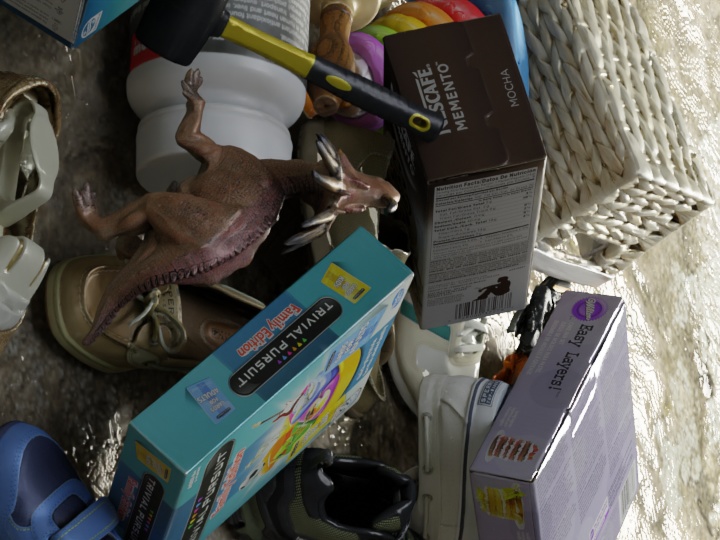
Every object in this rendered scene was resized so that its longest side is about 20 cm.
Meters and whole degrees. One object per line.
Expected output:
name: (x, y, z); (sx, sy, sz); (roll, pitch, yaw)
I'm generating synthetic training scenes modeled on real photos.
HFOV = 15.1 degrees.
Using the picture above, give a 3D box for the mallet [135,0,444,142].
mallet: (-0.033, -0.133, 1.613); (0.199, 0.041, 0.066); (17, 105, -22)

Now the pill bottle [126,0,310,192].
pill bottle: (-0.089, -0.149, 1.708); (0.114, 0.114, 0.201); (27, 59, -49)

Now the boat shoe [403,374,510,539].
boat shoe: (0.051, 0.156, 1.857); (0.075, 0.086, 0.202); (-59, 156, -51)

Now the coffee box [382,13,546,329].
coffee box: (0.064, -0.061, 1.762); (0.200, 0.080, 0.113); (90, -14, -61)

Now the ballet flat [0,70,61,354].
ballet flat: (-0.207, -0.026, 1.544); (0.070, 0.065, 0.201); (28, 58, -49)

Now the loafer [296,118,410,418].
loafer: (0.000, 0.000, 1.734); (0.076, 0.067, 0.201); (-82, 166, -69)

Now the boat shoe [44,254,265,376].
boat shoe: (-0.113, 0.028, 1.665); (0.200, 0.063, 0.074); (13, 71, -53)

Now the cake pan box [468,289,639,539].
cake pan box: (0.139, 0.140, 1.862); (0.200, 0.052, 0.185); (-59, 152, -42)

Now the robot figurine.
robot figurine: (0.136, 0.099, 1.984); (0.200, 0.058, 0.145); (-60, 148, -42)

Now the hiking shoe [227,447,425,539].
hiking shoe: (0.002, 0.169, 1.754); (0.200, 0.100, 0.076); (33, 55, -46)

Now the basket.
basket: (0.155, -0.108, 1.990); (0.135, 0.123, 0.200); (16, 48, -53)

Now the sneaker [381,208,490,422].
sneaker: (0.066, 0.014, 1.898); (0.070, 0.093, 0.200); (-4, 83, -56)

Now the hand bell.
hand bell: (-0.015, -0.160, 1.776); (0.104, 0.104, 0.200); (55, 23, -30)

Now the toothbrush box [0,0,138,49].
toothbrush box: (-0.163, -0.234, 1.585); (0.146, 0.085, 0.200); (31, 40, 10)

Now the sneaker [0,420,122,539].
sneaker: (-0.152, 0.174, 1.549); (0.074, 0.082, 0.200); (-39, 111, -51)

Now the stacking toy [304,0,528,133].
stacking toy: (0.015, -0.131, 1.880); (0.200, 0.110, 0.116); (-16, 103, -44)

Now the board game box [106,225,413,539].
board game box: (-0.063, 0.083, 1.600); (0.047, 0.151, 0.200); (41, 57, 13)

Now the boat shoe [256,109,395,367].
boat shoe: (-0.033, -0.028, 1.802); (0.068, 0.072, 0.201); (-84, 153, -68)

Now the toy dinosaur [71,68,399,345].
toy dinosaur: (-0.077, -0.029, 1.571); (0.200, 0.135, 0.086); (-46, 146, -29)
